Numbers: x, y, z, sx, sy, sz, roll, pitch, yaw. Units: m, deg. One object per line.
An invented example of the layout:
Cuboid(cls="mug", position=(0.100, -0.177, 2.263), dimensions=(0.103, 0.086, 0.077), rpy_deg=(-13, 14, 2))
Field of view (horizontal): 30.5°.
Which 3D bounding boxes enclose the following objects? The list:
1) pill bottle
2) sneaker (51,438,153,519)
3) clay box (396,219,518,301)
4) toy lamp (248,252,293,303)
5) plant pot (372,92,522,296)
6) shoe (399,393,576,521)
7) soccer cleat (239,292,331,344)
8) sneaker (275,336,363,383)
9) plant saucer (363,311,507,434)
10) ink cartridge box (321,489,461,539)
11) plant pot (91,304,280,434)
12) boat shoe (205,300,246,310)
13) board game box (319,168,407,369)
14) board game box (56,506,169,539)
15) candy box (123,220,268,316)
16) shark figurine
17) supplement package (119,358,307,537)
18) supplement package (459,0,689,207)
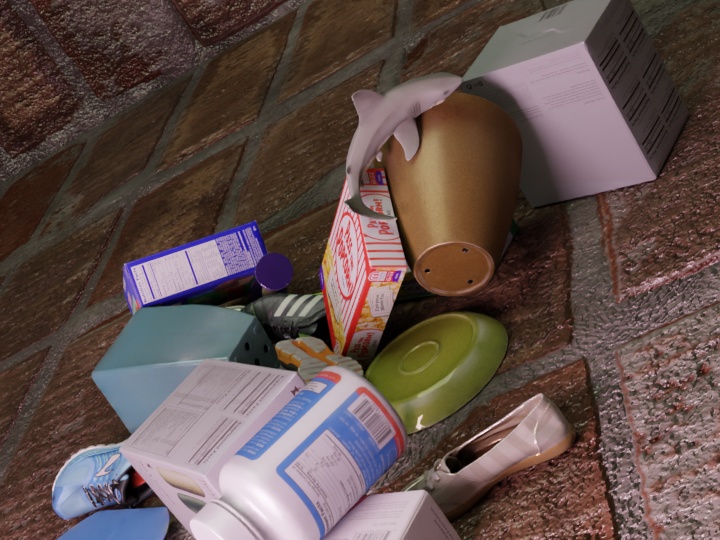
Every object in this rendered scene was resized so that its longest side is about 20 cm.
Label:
Cuboid(cls="pill bottle", position=(-0.059, 0.191, 1.214), dimensions=(0.200, 0.112, 0.112), rpy_deg=(-42, 23, -25))
Cuboid(cls="sneaker", position=(-0.314, 0.265, 1.678), dimensions=(0.200, 0.078, 0.090), rpy_deg=(-29, 27, 14))
Cuboid(cls="clay box", position=(0.095, -0.019, 1.703), dimensions=(0.200, 0.048, 0.115), rpy_deg=(-12, 33, 43))
Cuboid(cls="toy lamp", position=(-0.126, 0.021, 1.831), dimensions=(0.058, 0.058, 0.200), rpy_deg=(-41, -6, -14))
Cuboid(cls="plant pot", position=(0.105, -0.075, 1.556), dimensions=(0.186, 0.186, 0.200), rpy_deg=(-24, 42, 25))
Cuboid(cls="shoe", position=(0.110, 0.184, 1.279), dimensions=(0.200, 0.053, 0.070), rpy_deg=(-31, 23, 10))
Cuboid(cls="soccer cleat", position=(-0.081, 0.069, 1.720), dimensions=(0.199, 0.068, 0.081), rpy_deg=(-11, 35, 16))
Cuboid(cls="sneaker", position=(-0.046, 0.139, 1.556), dimensions=(0.078, 0.078, 0.200), rpy_deg=(-6, 16, -16))
Cuboid(cls="plant saucer", position=(0.074, 0.109, 1.507), dimensions=(0.200, 0.031, 0.200), rpy_deg=(-29, 24, 14))
Cuboid(cls="ink cartridge box", position=(-0.015, 0.300, 1.187), dimensions=(0.146, 0.083, 0.200), rpy_deg=(-13, 31, 42))
Cuboid(cls="plant pot", position=(-0.212, 0.131, 1.729), dimensions=(0.199, 0.142, 0.142), rpy_deg=(-10, 33, 31))
Cuboid(cls="boat shoe", position=(-0.215, 0.082, 1.904), dimensions=(0.200, 0.075, 0.062), rpy_deg=(-22, 31, 40))
Cuboid(cls="board game box", position=(0.000, 0.000, 1.574), dimensions=(0.046, 0.200, 0.152), rpy_deg=(0, 51, -15))
Cuboid(cls="board game box", position=(-0.303, 0.348, 1.554), dimensions=(0.199, 0.039, 0.158), rpy_deg=(-11, 28, 35))
Cuboid(cls="candy box", position=(-0.239, 0.012, 1.913), dimensions=(0.199, 0.077, 0.169), rpy_deg=(-19, -10, -14))
Cuboid(cls="shark figurine", position=(0.011, -0.157, 1.508), dimensions=(0.128, 0.090, 0.215), rpy_deg=(16, 69, 39))
Cuboid(cls="supplement package", position=(-0.128, 0.206, 1.436), dimensions=(0.151, 0.152, 0.200), rpy_deg=(-47, 26, -25))
Cuboid(cls="supplement package", position=(0.270, -0.215, 1.652), dimensions=(0.191, 0.200, 0.147), rpy_deg=(-12, 32, 42))
